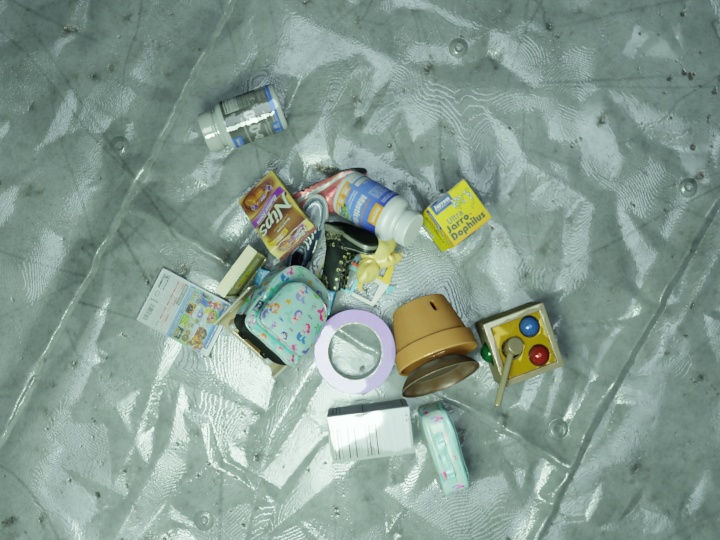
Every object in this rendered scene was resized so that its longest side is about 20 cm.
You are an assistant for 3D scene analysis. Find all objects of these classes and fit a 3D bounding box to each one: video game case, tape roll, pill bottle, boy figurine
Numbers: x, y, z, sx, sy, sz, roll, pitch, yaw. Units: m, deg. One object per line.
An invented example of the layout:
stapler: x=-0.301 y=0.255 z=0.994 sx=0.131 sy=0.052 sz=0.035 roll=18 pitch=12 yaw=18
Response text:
video game case: x=-0.433 y=0.104 z=1.505 sx=0.198 sy=0.018 sz=0.145 roll=28 pitch=87 yaw=0
tape roll: x=-0.014 y=0.196 z=1.491 sx=0.196 sy=0.066 sz=0.204 roll=0 pitch=88 yaw=-2
pill bottle: x=-0.285 y=-0.366 z=1.477 sx=0.197 sy=0.114 sz=0.115 roll=-21 pitch=89 yaw=-1
pill bottle: x=0.043 y=-0.138 z=1.415 sx=0.199 sy=0.112 sz=0.113 roll=32 pitch=88 yaw=24
boy figurine: x=0.051 y=-0.052 z=1.480 sx=0.123 sy=0.064 sz=0.202 roll=25 pitch=76 yaw=-2

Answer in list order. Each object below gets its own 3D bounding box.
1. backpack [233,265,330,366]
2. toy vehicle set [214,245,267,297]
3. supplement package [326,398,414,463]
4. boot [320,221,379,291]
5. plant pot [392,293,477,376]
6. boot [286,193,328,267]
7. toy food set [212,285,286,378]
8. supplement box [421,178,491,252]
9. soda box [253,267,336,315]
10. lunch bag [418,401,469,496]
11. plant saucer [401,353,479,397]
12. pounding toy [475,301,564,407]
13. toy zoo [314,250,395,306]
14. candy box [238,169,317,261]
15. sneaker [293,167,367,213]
backpack: x=-0.161 y=0.090 z=1.363 sx=0.178 sy=0.150 sz=0.201 roll=46 pitch=60 yaw=-23
toy vehicle set: x=-0.274 y=0.006 z=1.422 sx=0.026 sy=0.200 sz=0.125 roll=36 pitch=86 yaw=0
supplement package: x=0.022 y=0.383 z=1.461 sx=0.196 sy=0.114 sz=0.112 roll=-7 pitch=87 yaw=-1
boot: x=-0.029 y=-0.021 z=1.410 sx=0.072 sy=0.203 sz=0.156 roll=-2 pitch=108 yaw=-32
plant pot: x=0.161 y=0.148 z=1.443 sx=0.197 sy=0.201 sz=0.142 roll=-19 pitch=69 yaw=-2
boot: x=-0.127 y=-0.079 z=1.455 sx=0.072 sy=0.090 sz=0.203 roll=15 pitch=106 yaw=-2
toy food set: x=-0.234 y=0.149 z=1.454 sx=0.200 sy=0.061 sz=0.143 roll=43 pitch=108 yaw=-11
supplement box: x=0.216 y=-0.124 z=1.439 sx=0.108 sy=0.200 sz=0.110 roll=-38 pitch=89 yaw=-2
soda box: x=-0.160 y=0.051 z=1.489 sx=0.197 sy=0.068 sz=0.065 roll=17 pitch=90 yaw=-1
lunch bag: x=0.199 y=0.421 z=1.441 sx=0.076 sy=0.160 sz=0.203 roll=-18 pitch=88 yaw=-2
plant saucer: x=0.184 y=0.245 z=1.441 sx=0.197 sy=0.201 sz=0.037 roll=-19 pitch=64 yaw=-2
pounding toy: x=0.370 y=0.197 z=1.462 sx=0.197 sy=0.142 sz=0.187 roll=-19 pitch=88 yaw=-2
toy zoo: x=0.000 y=0.000 z=1.519 sx=0.198 sy=0.020 sz=0.133 roll=27 pitch=88 yaw=-1
candy box: x=-0.199 y=-0.133 z=1.444 sx=0.116 sy=0.056 sz=0.201 roll=-41 pitch=56 yaw=5
sneaker: x=-0.067 y=-0.190 z=1.508 sx=0.198 sy=0.074 sz=0.088 roll=-25 pitch=99 yaw=5
